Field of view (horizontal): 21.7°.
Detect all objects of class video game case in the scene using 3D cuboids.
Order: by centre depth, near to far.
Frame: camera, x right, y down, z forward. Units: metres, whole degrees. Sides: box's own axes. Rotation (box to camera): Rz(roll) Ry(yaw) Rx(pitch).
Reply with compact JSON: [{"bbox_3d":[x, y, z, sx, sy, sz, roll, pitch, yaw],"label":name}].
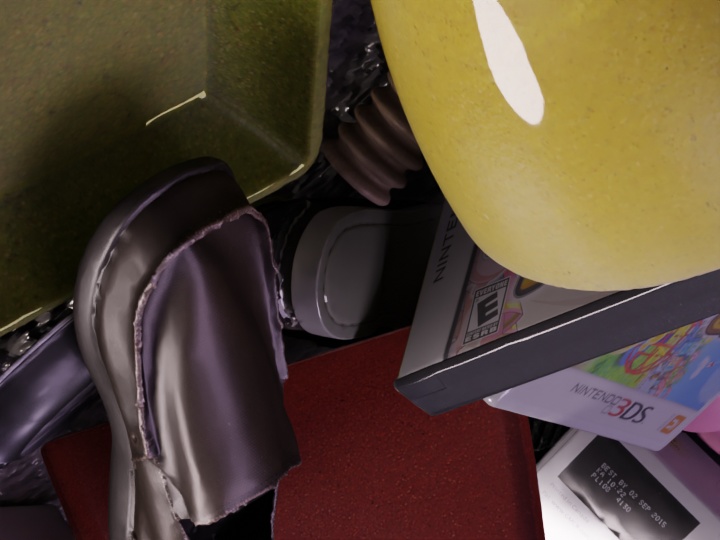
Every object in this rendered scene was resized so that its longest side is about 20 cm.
[{"bbox_3d":[0.105,-0.051,0.683,0.025,0.181,0.200,37,140,-27],"label":"video game case"},{"bbox_3d":[0.155,-0.006,0.762,0.200,0.022,0.182,-45,152,14],"label":"video game case"}]

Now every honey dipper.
[{"bbox_3d":[0.064,-0.108,0.749,0.200,0.038,0.038,-46,156,13],"label":"honey dipper"}]

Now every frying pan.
[{"bbox_3d":[-0.134,0.059,0.718,0.190,0.031,0.115,-44,177,19],"label":"frying pan"}]

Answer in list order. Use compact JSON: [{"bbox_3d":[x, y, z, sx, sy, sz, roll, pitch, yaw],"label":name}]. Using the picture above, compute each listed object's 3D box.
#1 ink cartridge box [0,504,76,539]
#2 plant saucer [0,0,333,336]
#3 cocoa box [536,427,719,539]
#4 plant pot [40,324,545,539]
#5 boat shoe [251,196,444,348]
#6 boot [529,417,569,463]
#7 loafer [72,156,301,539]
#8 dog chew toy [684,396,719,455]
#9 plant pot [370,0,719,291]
[{"bbox_3d":[-0.218,0.200,0.844,0.200,0.084,0.144,-47,155,20],"label":"ink cartridge box"},{"bbox_3d":[-0.102,-0.060,0.581,0.199,0.048,0.200,-29,156,-20],"label":"plant saucer"},{"bbox_3d":[0.184,0.160,1.022,0.133,0.200,0.131,-50,169,29],"label":"cocoa box"},{"bbox_3d":[-0.008,0.145,0.830,0.199,0.177,0.200,-17,165,-3],"label":"plant pot"},{"bbox_3d":[0.000,0.000,0.829,0.201,0.060,0.072,13,86,-66],"label":"boat shoe"},{"bbox_3d":[0.065,0.079,1.033,0.211,0.079,0.158,-35,166,-35],"label":"boot"},{"bbox_3d":[-0.049,0.049,0.663,0.073,0.071,0.201,-32,141,-30],"label":"loafer"},{"bbox_3d":[0.219,0.050,0.959,0.199,0.125,0.125,10,131,-33],"label":"dog chew toy"},{"bbox_3d":[0.077,-0.116,0.599,0.200,0.200,0.142,-40,127,4],"label":"plant pot"}]
